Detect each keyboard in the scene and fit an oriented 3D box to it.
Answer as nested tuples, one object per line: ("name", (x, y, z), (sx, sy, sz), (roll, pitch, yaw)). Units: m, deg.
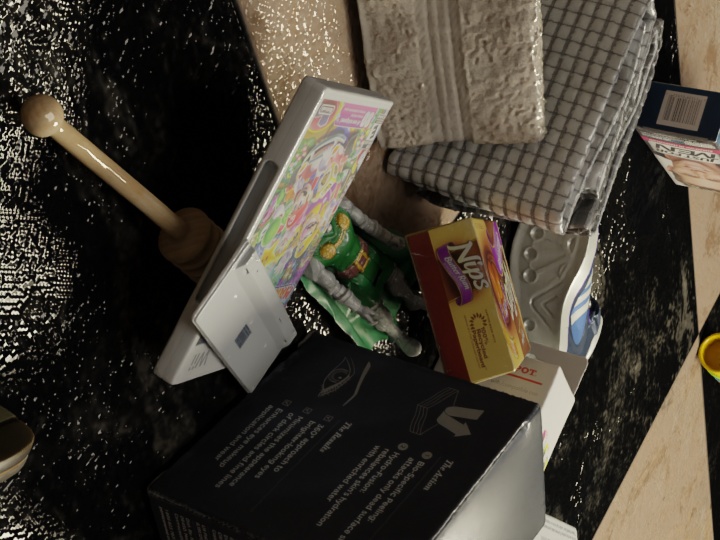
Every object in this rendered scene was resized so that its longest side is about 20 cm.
("keyboard", (-0.072, 0.035, 0.826), (0.056, 0.011, 0.200), (-51, 165, -11))

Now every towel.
("towel", (0.135, -0.130, 1.031), (0.202, 0.164, 0.086), (-68, 154, -10))
("towel", (0.066, -0.178, 0.927), (0.035, 0.131, 0.201), (-71, 158, -55))

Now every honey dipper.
("honey dipper", (-0.130, -0.044, 0.751), (0.038, 0.038, 0.200), (-66, 149, -14))

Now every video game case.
("video game case", (-0.051, -0.025, 0.820), (0.201, 0.018, 0.143), (-61, 167, 12))

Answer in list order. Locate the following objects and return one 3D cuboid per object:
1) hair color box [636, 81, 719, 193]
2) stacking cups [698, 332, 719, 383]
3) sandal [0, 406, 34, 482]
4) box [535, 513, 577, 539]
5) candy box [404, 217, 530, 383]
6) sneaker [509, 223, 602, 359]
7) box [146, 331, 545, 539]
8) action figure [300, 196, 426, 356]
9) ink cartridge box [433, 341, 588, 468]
("hair color box", (0.398, -0.149, 1.511), (0.200, 0.099, 0.061), (30, 78, -58))
("stacking cups", (0.549, 0.151, 1.936), (0.200, 0.060, 0.061), (42, 67, -60))
("sandal", (-0.242, 0.108, 0.621), (0.055, 0.081, 0.200), (-62, 162, 22))
("box", (0.136, 0.333, 1.227), (0.184, 0.104, 0.202), (35, 51, -58))
("candy box", (0.089, 0.022, 1.021), (0.200, 0.056, 0.118), (-5, 79, -78))
("sneaker", (0.201, 0.014, 1.293), (0.146, 0.080, 0.202), (5, 95, -67))
("box", (-0.004, 0.163, 0.892), (0.197, 0.199, 0.118), (-42, 136, -41))
("action figure", (0.000, 0.000, 0.974), (0.200, 0.054, 0.119), (43, 65, -53))
("ink cartridge box", (0.112, 0.134, 1.151), (0.201, 0.114, 0.068), (-62, 147, -22))
